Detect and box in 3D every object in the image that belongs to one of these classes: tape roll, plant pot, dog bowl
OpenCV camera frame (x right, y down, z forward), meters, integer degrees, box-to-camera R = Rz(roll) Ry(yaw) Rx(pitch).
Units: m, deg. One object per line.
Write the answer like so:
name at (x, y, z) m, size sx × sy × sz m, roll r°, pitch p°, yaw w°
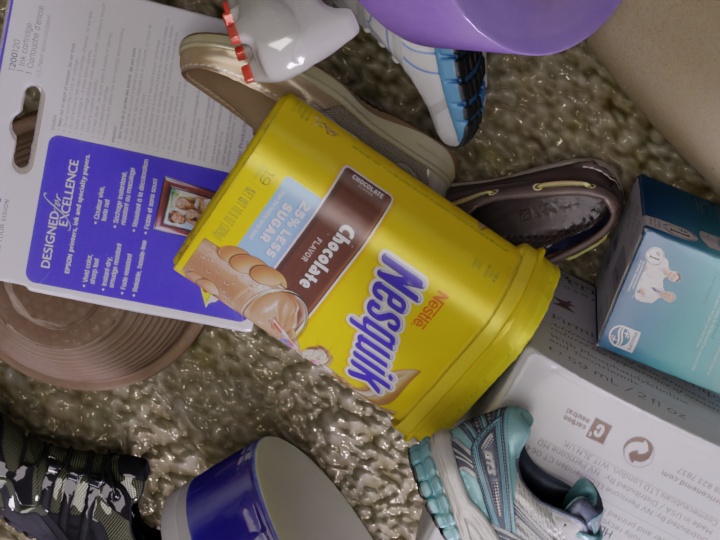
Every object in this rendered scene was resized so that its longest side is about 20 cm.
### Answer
tape roll at (0.078, -0.228, 1.119) m, size 0.085 × 0.199 × 0.202 m, roll 10°, pitch 112°, yaw 48°
plant pot at (-0.196, -0.006, 1.306) m, size 0.199 × 0.093 × 0.203 m, roll 2°, pitch 105°, yaw 7°
plant pot at (0.248, -0.129, 1.192) m, size 0.199 × 0.187 × 0.188 m, roll 33°, pitch 107°, yaw 14°
dog bowl at (-0.044, 0.215, 1.290) m, size 0.078 × 0.200 × 0.201 m, roll -33°, pitch 99°, yaw 12°

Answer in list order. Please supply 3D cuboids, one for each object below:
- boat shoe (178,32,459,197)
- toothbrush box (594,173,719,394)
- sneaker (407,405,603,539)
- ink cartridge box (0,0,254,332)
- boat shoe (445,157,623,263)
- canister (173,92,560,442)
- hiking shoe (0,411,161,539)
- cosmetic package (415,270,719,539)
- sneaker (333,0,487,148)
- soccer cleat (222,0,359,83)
boat shoe at (-0.032, -0.084, 1.221) m, size 0.199 × 0.072 × 0.065 m, roll 28°, pitch 75°, yaw -18°
toothbrush box at (0.256, 0.026, 1.233) m, size 0.198 × 0.147 × 0.086 m, roll 20°, pitch 107°, yaw 0°
sneaker at (0.111, 0.170, 1.117) m, size 0.086 × 0.078 × 0.201 m, roll -31°, pitch 99°, yaw 11°
ink cartridge box at (-0.148, -0.075, 1.233) m, size 0.198 × 0.043 × 0.200 m, roll 12°, pitch 84°, yaw -24°
boat shoe at (0.079, -0.023, 1.285) m, size 0.198 × 0.060 × 0.072 m, roll -16°, pitch 103°, yaw 10°
canister at (0.000, 0.000, 1.180) m, size 0.199 × 0.087 × 0.149 m, roll 34°, pitch 132°, yaw -5°
hiking shoe at (-0.201, 0.149, 1.365) m, size 0.100 × 0.076 × 0.200 m, roll -37°, pitch 107°, yaw 6°
cosmetic package at (0.146, 0.124, 1.243) m, size 0.166 × 0.200 × 0.167 m, roll 26°, pitch 107°, yaw -1°
sneaker at (0.022, -0.168, 1.207) m, size 0.086 × 0.075 × 0.201 m, roll -10°, pitch 114°, yaw 20°
soccer cleat at (-0.052, -0.182, 1.177) m, size 0.077 × 0.201 × 0.070 m, roll -19°, pitch 132°, yaw -1°
